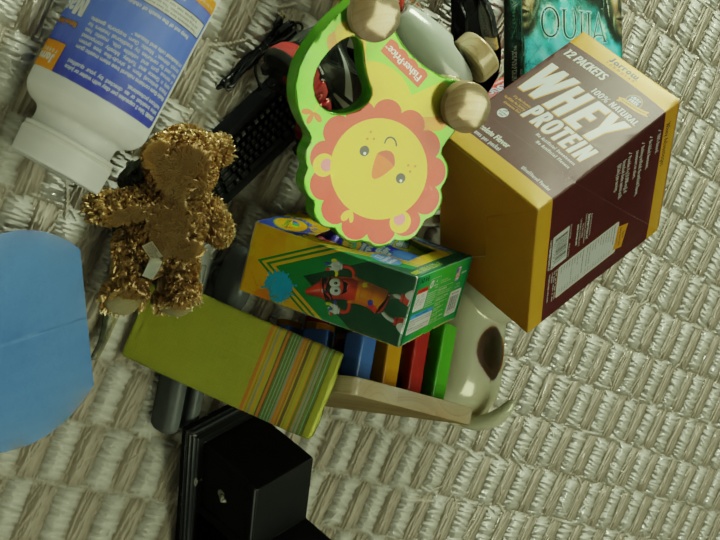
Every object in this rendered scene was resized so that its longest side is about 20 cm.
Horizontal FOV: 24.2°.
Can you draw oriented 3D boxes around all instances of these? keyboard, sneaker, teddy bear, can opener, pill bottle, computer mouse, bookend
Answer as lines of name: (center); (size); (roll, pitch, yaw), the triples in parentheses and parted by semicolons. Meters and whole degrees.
keyboard: (-0.087, -0.163, 1.601); (0.200, 0.021, 0.128); (-47, 138, -22)
sneaker: (-0.024, -0.157, 1.608); (0.098, 0.071, 0.201); (-44, 141, -20)
teddy bear: (-0.175, -0.043, 1.482); (0.144, 0.067, 0.201); (-9, 123, -11)
can opener: (-0.156, 0.066, 1.615); (0.052, 0.066, 0.201); (-4, 117, -48)
pill bottle: (-0.207, -0.170, 1.392); (0.112, 0.112, 0.201); (33, 84, -51)
computer mouse: (0.127, -0.244, 1.704); (0.046, 0.141, 0.201); (-11, 123, -8)
bookend: (-0.085, 0.265, 1.662); (0.092, 0.200, 0.200); (-26, 138, -38)

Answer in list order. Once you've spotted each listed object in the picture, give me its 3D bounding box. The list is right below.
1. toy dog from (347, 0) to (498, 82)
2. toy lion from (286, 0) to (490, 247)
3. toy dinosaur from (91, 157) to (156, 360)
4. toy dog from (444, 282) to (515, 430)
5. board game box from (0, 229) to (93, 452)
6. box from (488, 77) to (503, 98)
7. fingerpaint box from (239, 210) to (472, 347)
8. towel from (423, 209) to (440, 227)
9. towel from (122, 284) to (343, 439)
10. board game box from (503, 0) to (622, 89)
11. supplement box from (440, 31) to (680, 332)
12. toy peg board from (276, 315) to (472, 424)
toy dog: (0.044, -0.228, 1.632); (0.131, 0.096, 0.201); (-23, 92, -20)
toy lion: (0.009, -0.129, 1.529); (0.200, 0.069, 0.192); (43, 87, -23)
toy dinosaur: (-0.195, -0.014, 1.540); (0.088, 0.047, 0.202); (2, 109, -33)
toy dog: (0.113, 0.055, 1.813); (0.139, 0.194, 0.201); (24, 98, -39)
board game box: (-0.313, 0.058, 1.453); (0.157, 0.039, 0.202); (-19, 118, -35)
box: (0.170, -0.145, 1.838); (0.199, 0.094, 0.103); (-25, 127, -38)
fingerpaint box: (0.000, 0.000, 1.617); (0.200, 0.166, 0.074); (-17, 125, -70)
towel: (0.051, -0.143, 1.705); (0.132, 0.034, 0.202); (-2, 89, -48)
towel: (-0.119, 0.079, 1.570); (0.018, 0.199, 0.087); (21, 92, -81)
board game box: (0.213, -0.249, 1.752); (0.199, 0.028, 0.137); (-6, 96, -51)
supplement box: (0.195, -0.088, 1.682); (0.199, 0.133, 0.198); (-36, 149, -23)
toy peg board: (-0.015, 0.084, 1.690); (0.199, 0.199, 0.099); (20, 77, -50)
